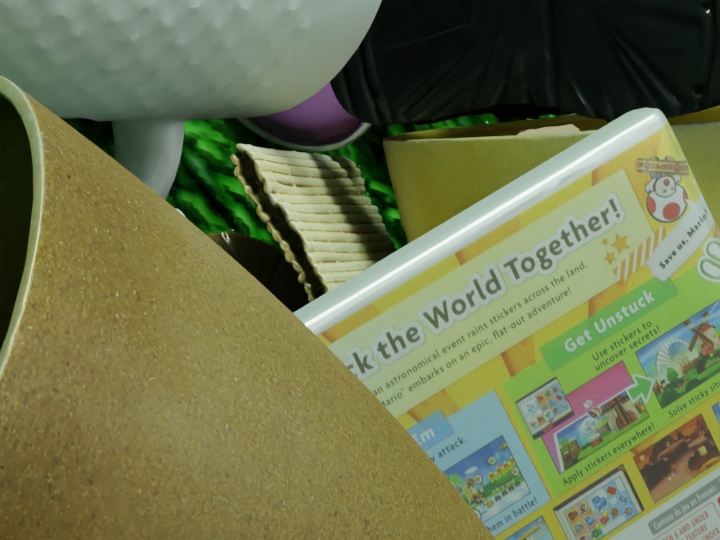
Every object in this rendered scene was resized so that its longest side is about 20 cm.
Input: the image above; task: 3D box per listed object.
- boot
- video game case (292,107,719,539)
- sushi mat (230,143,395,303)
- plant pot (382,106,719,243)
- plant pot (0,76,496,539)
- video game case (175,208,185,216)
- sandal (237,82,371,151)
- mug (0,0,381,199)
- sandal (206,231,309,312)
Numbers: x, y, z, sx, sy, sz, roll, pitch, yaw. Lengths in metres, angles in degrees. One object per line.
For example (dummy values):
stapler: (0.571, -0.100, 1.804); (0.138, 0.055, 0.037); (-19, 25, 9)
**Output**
boot: (0.102, -0.089, 1.035); (0.162, 0.198, 0.074); (-11, 93, -50)
video game case: (0.051, 0.075, 0.926); (0.200, 0.023, 0.182); (-31, 103, -19)
sushi mat: (0.000, 0.000, 1.021); (0.096, 0.012, 0.200); (59, 8, 4)
plant pot: (0.113, 0.014, 1.057); (0.200, 0.200, 0.142); (-11, 98, -53)
plant pot: (-0.060, 0.076, 0.792); (0.200, 0.186, 0.187); (30, 48, -28)
video game case: (-0.082, 0.101, 0.893); (0.200, 0.022, 0.182); (-33, 95, -39)
sandal: (-0.036, -0.136, 1.048); (0.050, 0.082, 0.203); (-78, 160, -72)
mug: (-0.101, -0.096, 0.947); (0.175, 0.148, 0.200); (-3, 101, -43)
sandal: (-0.012, 0.077, 1.008); (0.200, 0.054, 0.080); (51, 48, -22)
